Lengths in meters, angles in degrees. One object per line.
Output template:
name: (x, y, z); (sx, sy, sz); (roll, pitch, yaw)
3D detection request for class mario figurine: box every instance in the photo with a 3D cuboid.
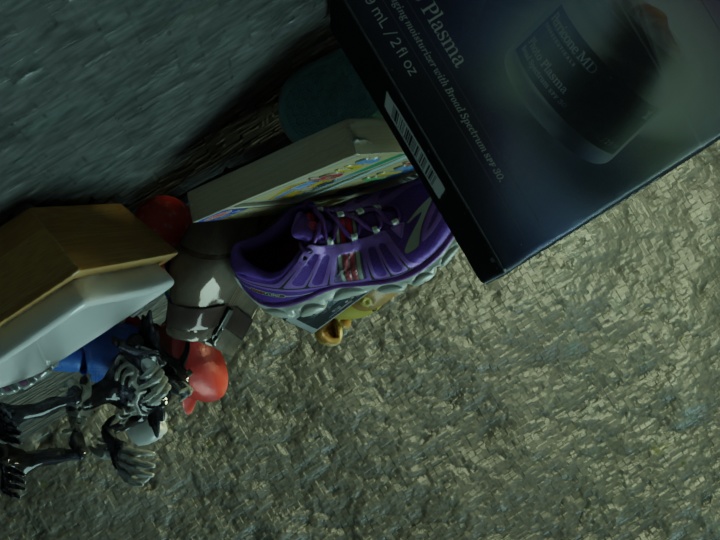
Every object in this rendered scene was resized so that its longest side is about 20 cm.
mario figurine: (-0.217, 0.090, 1.106); (0.197, 0.125, 0.106); (12, 168, -7)

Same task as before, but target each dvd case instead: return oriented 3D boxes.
dvd case: (0.000, 0.000, 1.096); (0.149, 0.025, 0.200); (-36, 172, 0)

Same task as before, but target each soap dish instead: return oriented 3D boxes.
soap dish: (-0.231, 0.018, 0.876); (0.156, 0.082, 0.200); (-32, 179, 10)

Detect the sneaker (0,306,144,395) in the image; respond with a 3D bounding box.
sneaker: (-0.260, 0.033, 1.029); (0.198, 0.081, 0.089); (-28, -163, 1)

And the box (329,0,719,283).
box: (0.111, -0.131, 0.747); (0.197, 0.202, 0.123); (-32, 178, -3)

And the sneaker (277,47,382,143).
sneaker: (0.029, -0.146, 0.952); (0.197, 0.081, 0.131); (-22, 176, -4)

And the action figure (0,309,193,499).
action figure: (-0.192, 0.111, 0.972); (0.101, 0.121, 0.199); (28, -144, 37)

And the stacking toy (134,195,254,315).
stacking toy: (-0.150, -0.009, 1.091); (0.085, 0.086, 0.200); (-31, 156, -5)

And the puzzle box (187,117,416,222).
puzzle box: (-0.021, -0.073, 0.907); (0.132, 0.026, 0.199); (-7, 174, -41)

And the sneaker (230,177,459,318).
sneaker: (-0.010, -0.023, 0.939); (0.198, 0.082, 0.083); (-23, 146, 16)

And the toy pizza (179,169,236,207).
toy pizza: (-0.163, -0.041, 1.198); (0.199, 0.032, 0.200); (-32, 178, -1)

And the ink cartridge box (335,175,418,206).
ink cartridge box: (0.080, -0.109, 1.072); (0.144, 0.086, 0.199); (5, 163, -36)

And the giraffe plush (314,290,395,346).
giraffe plush: (-0.023, -0.017, 1.259); (0.171, 0.164, 0.200); (-31, -163, -10)

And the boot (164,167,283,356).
boot: (-0.093, -0.001, 1.048); (0.199, 0.070, 0.148); (17, 92, -58)
